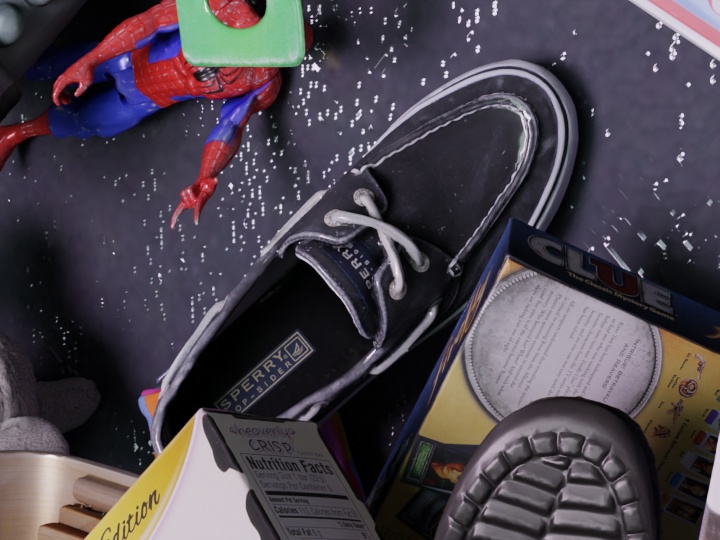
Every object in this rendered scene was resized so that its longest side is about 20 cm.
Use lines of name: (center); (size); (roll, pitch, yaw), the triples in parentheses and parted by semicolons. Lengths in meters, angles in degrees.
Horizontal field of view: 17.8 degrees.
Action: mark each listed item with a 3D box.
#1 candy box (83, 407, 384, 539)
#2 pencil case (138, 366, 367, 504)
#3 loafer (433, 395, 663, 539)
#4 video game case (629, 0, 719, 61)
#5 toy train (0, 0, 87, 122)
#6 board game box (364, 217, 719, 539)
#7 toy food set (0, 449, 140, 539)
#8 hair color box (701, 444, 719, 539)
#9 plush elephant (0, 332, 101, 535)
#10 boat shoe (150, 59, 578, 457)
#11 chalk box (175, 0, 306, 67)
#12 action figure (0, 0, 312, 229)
candy box: (-0.028, 0.163, 0.721); (0.136, 0.061, 0.201); (-48, 55, 23)
pencil case: (-0.026, 0.123, 0.905); (0.088, 0.088, 0.201); (-19, 86, 38)
loafer: (0.062, 0.118, 0.762); (0.072, 0.071, 0.201); (12, 123, 13)
video game case: (0.122, -0.191, 0.784); (0.143, 0.017, 0.201); (38, 118, 27)
toy train: (-0.159, -0.116, 0.924); (0.114, 0.200, 0.085); (18, 153, 45)
board game box: (0.070, 0.097, 0.811); (0.135, 0.035, 0.201); (24, 115, -5)
toy food set: (-0.083, 0.155, 0.838); (0.199, 0.060, 0.145); (12, 102, 40)
hair color box: (0.202, 0.104, 0.687); (0.199, 0.065, 0.110); (25, 134, 24)
plush elephant: (-0.186, 0.073, 0.984); (0.154, 0.200, 0.166); (-30, 70, 18)
boat shoe: (0.000, 0.000, 0.831); (0.200, 0.068, 0.072); (-41, 84, 4)
chalk box: (-0.045, -0.176, 0.834); (0.124, 0.123, 0.202); (4, 91, 38)
action figure: (-0.107, -0.063, 0.933); (0.199, 0.099, 0.065); (-12, 122, 37)
